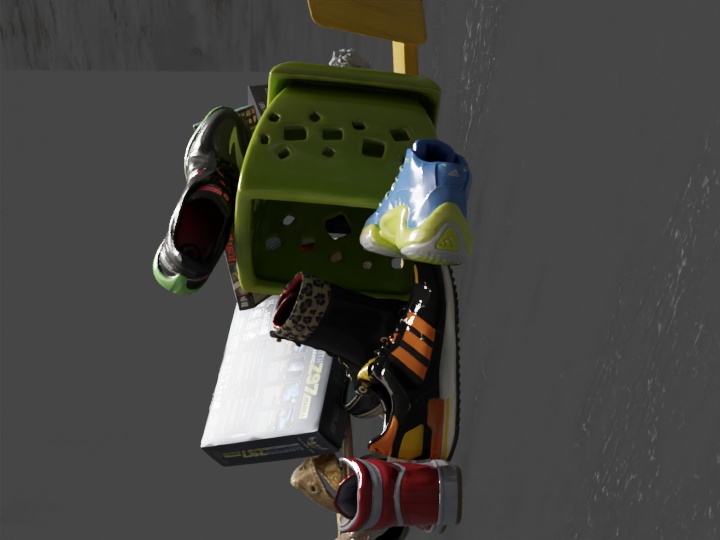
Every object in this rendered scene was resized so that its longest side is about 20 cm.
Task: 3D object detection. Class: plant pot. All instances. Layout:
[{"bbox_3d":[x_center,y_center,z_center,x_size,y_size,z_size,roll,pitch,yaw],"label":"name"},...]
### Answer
[{"bbox_3d":[-0.015,-0.092,1.602,0.199,0.200,0.182,96,180,-59],"label":"plant pot"}]

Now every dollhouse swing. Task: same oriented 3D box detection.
[{"bbox_3d":[-0.009,-0.266,1.797,0.200,0.182,0.176,-100,21,-67],"label":"dollhouse swing"}]

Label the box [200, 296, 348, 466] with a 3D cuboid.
[{"bbox_3d":[-0.080,0.110,1.753,0.051,0.158,0.200,45,-136,-41],"label":"box"}]

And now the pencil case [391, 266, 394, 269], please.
[{"bbox_3d":[0.002,0.067,2.059,0.200,0.094,0.091,95,156,-57],"label":"pencil case"}]

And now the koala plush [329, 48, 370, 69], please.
[{"bbox_3d":[-0.026,-0.182,2.062,0.200,0.184,0.177,-76,-9,-52],"label":"koala plush"}]

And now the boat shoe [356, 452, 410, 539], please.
[{"bbox_3d":[0.029,0.263,1.838,0.202,0.072,0.060,83,-176,-63],"label":"boat shoe"}]

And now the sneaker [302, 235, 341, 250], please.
[{"bbox_3d":[-0.016,0.026,1.845,0.077,0.200,0.085,-37,42,35],"label":"sneaker"}]

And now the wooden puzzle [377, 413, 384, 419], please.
[{"bbox_3d":[-0.025,0.122,1.931,0.037,0.185,0.200,-55,4,3],"label":"wooden puzzle"}]

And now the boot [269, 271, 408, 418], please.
[{"bbox_3d":[-0.022,0.072,1.602,0.204,0.154,0.074,129,153,-53],"label":"boot"}]

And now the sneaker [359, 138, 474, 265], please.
[{"bbox_3d":[0.057,-0.060,1.404,0.200,0.076,0.105,-167,87,-71],"label":"sneaker"}]

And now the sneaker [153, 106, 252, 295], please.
[{"bbox_3d":[-0.142,-0.072,1.579,0.084,0.077,0.200,-34,40,62],"label":"sneaker"}]

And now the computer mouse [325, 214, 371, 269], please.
[{"bbox_3d":[0.000,0.000,1.726,0.200,0.110,0.044,-89,22,-52],"label":"computer mouse"}]

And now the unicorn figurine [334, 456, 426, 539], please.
[{"bbox_3d":[0.031,0.216,1.677,0.137,0.074,0.200,112,177,-59],"label":"unicorn figurine"}]

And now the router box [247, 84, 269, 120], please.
[{"bbox_3d":[-0.033,-0.149,1.836,0.200,0.157,0.052,-113,20,-50],"label":"router box"}]

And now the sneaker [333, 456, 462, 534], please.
[{"bbox_3d":[0.029,0.208,1.488,0.200,0.112,0.071,108,162,-78],"label":"sneaker"}]

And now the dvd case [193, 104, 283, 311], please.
[{"bbox_3d":[-0.121,-0.070,1.713,0.146,0.022,0.200,-41,-62,-69],"label":"dvd case"}]

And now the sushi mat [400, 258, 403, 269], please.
[{"bbox_3d":[0.058,0.024,1.797,0.200,0.012,0.096,-96,7,-57],"label":"sushi mat"}]

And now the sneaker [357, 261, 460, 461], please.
[{"bbox_3d":[0.042,0.074,1.454,0.070,0.090,0.200,100,170,-69],"label":"sneaker"}]

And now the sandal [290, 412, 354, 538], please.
[{"bbox_3d":[-0.041,0.238,1.767,0.078,0.070,0.212,-97,3,-50],"label":"sandal"}]
